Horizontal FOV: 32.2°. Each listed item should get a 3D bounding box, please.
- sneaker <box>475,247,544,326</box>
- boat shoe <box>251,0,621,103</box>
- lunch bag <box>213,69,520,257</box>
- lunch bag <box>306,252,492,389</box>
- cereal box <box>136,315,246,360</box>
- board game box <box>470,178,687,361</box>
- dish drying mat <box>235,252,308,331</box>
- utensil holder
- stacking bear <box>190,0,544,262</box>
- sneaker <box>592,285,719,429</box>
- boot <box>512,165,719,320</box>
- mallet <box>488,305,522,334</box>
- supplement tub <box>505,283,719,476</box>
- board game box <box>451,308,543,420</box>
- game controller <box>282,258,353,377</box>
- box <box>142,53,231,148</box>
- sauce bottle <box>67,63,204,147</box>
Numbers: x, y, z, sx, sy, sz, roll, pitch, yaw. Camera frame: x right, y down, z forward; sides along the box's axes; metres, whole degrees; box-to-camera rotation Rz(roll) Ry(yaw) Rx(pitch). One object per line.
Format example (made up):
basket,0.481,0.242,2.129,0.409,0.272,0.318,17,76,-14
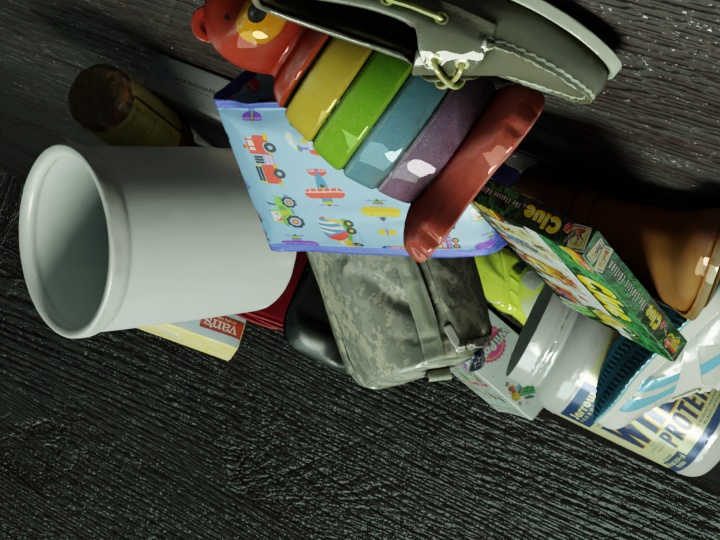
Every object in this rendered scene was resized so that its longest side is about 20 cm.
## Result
sneaker,0.199,0.039,1.305,0.200,0.076,0.105,40,-172,19
boat shoe,0.038,-0.131,0.668,0.202,0.060,0.072,25,173,6
lunch bag,0.017,-0.079,0.895,0.200,0.094,0.151,13,141,28
lunch bag,0.033,0.004,1.093,0.139,0.200,0.168,-18,175,-4
cereal box,-0.170,-0.022,1.278,0.144,0.200,0.040,21,150,-11
board game box,0.152,0.001,0.866,0.105,0.023,0.200,27,173,38
dish drying mat,-0.060,-0.022,1.281,0.077,0.200,0.018,19,145,9
utensil holder,-0.182,-0.031,1.137,0.200,0.170,0.170,-4,-165,-41
stacking bear,-0.005,-0.118,0.752,0.200,0.121,0.114,36,-163,-4
sneaker,0.258,0.075,1.012,0.081,0.077,0.200,26,136,-11
boot,0.181,-0.035,0.881,0.155,0.077,0.200,29,-179,5
mallet,0.106,0.016,1.397,0.200,0.041,0.066,41,180,19
supplement tub,0.251,0.087,1.156,0.200,0.145,0.145,25,173,3
board game box,0.110,0.071,1.341,0.200,0.064,0.148,41,173,-4
game controller,0.000,0.000,1.209,0.104,0.200,0.042,25,161,-8
box,-0.104,-0.134,1.236,0.156,0.041,0.200,24,173,25
sauce bottle,-0.201,-0.130,1.193,0.066,0.066,0.200,22,172,26
